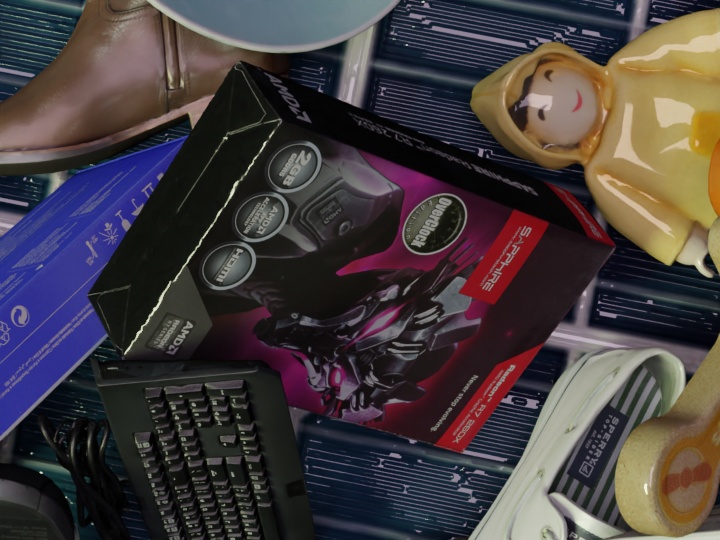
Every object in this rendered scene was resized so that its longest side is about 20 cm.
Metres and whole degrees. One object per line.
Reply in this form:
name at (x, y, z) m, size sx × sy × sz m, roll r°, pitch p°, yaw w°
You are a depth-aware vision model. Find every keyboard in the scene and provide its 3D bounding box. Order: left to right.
keyboard at (-0.075, 0.104, 0.891) m, size 0.104 × 0.200 × 0.040 m, roll -1°, pitch 55°, yaw 5°

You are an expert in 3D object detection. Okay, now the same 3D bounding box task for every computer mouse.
computer mouse at (-0.184, 0.137, 0.917) m, size 0.140 × 0.200 × 0.046 m, roll 0°, pitch 48°, yaw 3°

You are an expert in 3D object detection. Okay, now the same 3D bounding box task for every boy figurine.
boy figurine at (0.151, -0.065, 0.951) m, size 0.200 × 0.064 × 0.125 m, roll 18°, pitch 91°, yaw -1°

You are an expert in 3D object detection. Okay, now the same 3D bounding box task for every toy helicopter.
toy helicopter at (0.169, 0.038, 0.863) m, size 0.200 × 0.079 × 0.132 m, roll -48°, pitch 126°, yaw -29°

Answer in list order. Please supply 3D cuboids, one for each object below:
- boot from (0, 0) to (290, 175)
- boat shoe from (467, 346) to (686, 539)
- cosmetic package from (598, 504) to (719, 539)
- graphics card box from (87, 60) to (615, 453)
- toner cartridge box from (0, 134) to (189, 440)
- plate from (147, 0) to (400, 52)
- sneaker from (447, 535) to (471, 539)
boot at (-0.132, -0.150, 0.961) m, size 0.186 × 0.064 × 0.201 m, roll -11°, pitch 91°, yaw -12°
boat shoe at (0.087, 0.118, 0.910) m, size 0.073 × 0.067 × 0.200 m, roll 24°, pitch 68°, yaw -12°
cosmetic package at (0.220, 0.189, 0.858) m, size 0.165 × 0.165 × 0.201 m, roll -13°, pitch 87°, yaw 46°
graphics card box at (0.000, 0.000, 0.883) m, size 0.200 × 0.051 × 0.126 m, roll 20°, pitch 115°, yaw -39°
toner cartridge box at (-0.147, 0.021, 0.889) m, size 0.200 × 0.095 × 0.043 m, roll -46°, pitch 111°, yaw -37°
plate at (-0.052, -0.194, 0.945) m, size 0.200 × 0.026 × 0.201 m, roll 6°, pitch 78°, yaw -31°
sneaker at (0.016, 0.165, 0.951) m, size 0.199 × 0.072 × 0.072 m, roll -7°, pitch 76°, yaw -12°
